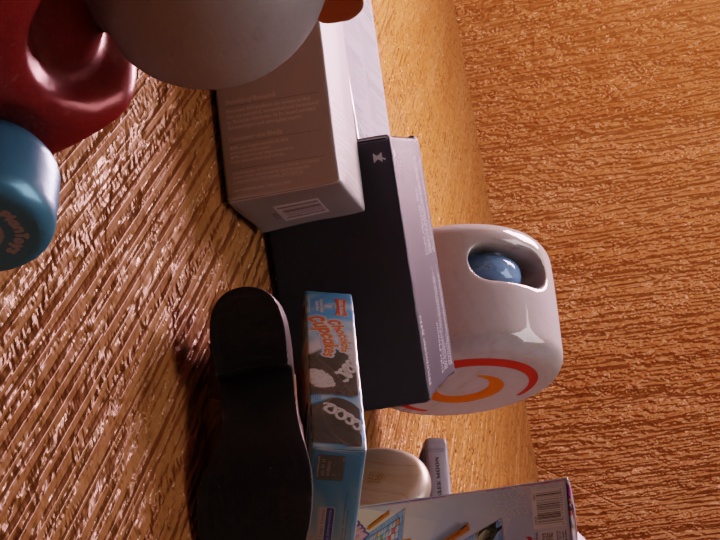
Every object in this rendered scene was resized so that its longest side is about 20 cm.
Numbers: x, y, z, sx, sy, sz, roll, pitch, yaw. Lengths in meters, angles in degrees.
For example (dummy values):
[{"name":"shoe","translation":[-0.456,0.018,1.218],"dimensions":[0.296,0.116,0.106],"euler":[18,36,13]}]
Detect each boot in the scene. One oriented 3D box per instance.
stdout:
[{"name":"boot","translation":[-0.065,0.114,1.130],"dimensions":[0.200,0.068,0.189],"euler":[91,-10,-79]}]

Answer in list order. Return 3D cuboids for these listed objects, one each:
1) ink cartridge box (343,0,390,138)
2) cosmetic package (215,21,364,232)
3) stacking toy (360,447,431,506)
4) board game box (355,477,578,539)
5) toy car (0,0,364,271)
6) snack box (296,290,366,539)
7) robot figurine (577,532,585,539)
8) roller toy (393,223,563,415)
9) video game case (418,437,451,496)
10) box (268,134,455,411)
[{"name":"ink cartridge box","translation":[-0.013,-0.181,1.708],"dimensions":[0.196,0.043,0.200],"euler":[32,47,-76]},{"name":"cosmetic package","translation":[-0.054,-0.139,1.281],"dimensions":[0.107,0.090,0.200],"euler":[45,34,-75]},{"name":"stacking toy","translation":[0.025,0.240,1.442],"dimensions":[0.085,0.085,0.200],"euler":[-85,167,-56]},{"name":"board game box","translation":[0.047,0.235,1.189],"dimensions":[0.200,0.199,0.041],"euler":[-88,166,-46]},{"name":"toy car","translation":[-0.088,-0.125,0.688],"dimensions":[0.177,0.200,0.185],"euler":[70,14,-51]},{"name":"snack box","translation":[-0.024,0.111,1.217],"dimensions":[0.200,0.037,0.116],"euler":[-96,-169,-62]},{"name":"robot figurine","translation":[0.121,0.273,1.412],"dimensions":[0.200,0.125,0.151],"euler":[-64,148,-62]},{"name":"roller toy","translation":[0.089,0.042,1.680],"dimensions":[0.200,0.182,0.140],"euler":[61,21,-64]},{"name":"video game case","translation":[0.056,0.268,1.589],"dimensions":[0.200,0.023,0.182],"euler":[104,-16,-60]},{"name":"box","translation":[0.000,0.000,1.417],"dimensions":[0.182,0.104,0.200],"euler":[-19,100,-82]}]
